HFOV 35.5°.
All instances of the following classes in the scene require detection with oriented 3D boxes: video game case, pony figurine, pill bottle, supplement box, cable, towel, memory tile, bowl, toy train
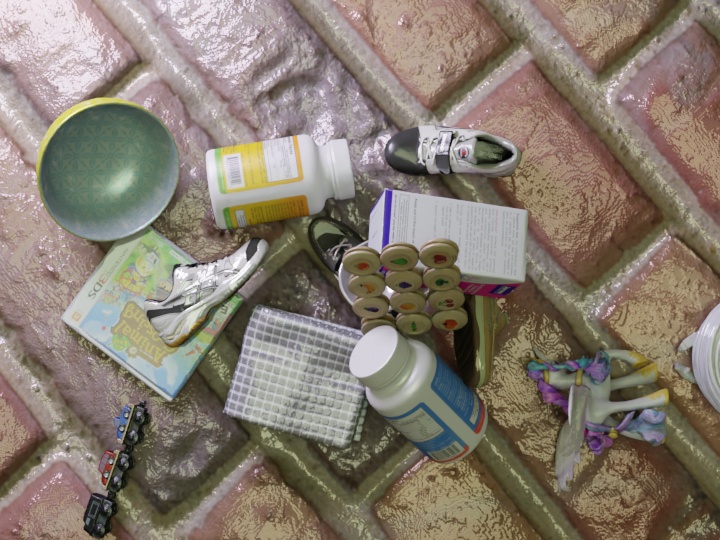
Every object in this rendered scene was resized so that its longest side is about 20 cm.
[{"bbox_3d":[-0.295,0.054,1.601,0.199,0.022,0.183,36,87,0],"label":"video game case"},{"bbox_3d":[0.325,0.193,1.567,0.196,0.168,0.196,2,55,1],"label":"pony figurine"},{"bbox_3d":[0.077,0.165,1.524,0.112,0.112,0.200,-46,121,-3],"label":"pill bottle"},{"bbox_3d":[0.115,-0.034,1.500,0.196,0.101,0.105,6,74,-9],"label":"supplement box"},{"bbox_3d":[0.576,0.126,1.603,0.200,0.069,0.200,43,87,0],"label":"cable"},{"bbox_3d":[-0.078,0.148,1.573,0.197,0.086,0.168,15,88,-1],"label":"towel"},{"bbox_3d":[-0.111,-0.128,1.570,0.196,0.111,0.113,-9,88,-2],"label":"pill bottle"},{"bbox_3d":[0.060,0.028,1.464,0.150,0.201,0.017,-5,54,8],"label":"memory tile"},{"bbox_3d":[-0.359,-0.154,1.552,0.197,0.108,0.203,-15,123,-23],"label":"bowl"},{"bbox_3d":[-0.346,0.277,1.585,0.045,0.034,0.203,19,88,11],"label":"toy train"}]

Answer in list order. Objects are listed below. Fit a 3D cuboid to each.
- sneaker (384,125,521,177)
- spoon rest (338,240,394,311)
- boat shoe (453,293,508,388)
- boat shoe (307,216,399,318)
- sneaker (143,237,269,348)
[{"bbox_3d":[0.132,-0.173,1.594,0.196,0.089,0.076,1,89,0],"label":"sneaker"},{"bbox_3d":[0.048,-0.022,1.562,0.099,0.061,0.200,42,64,2],"label":"spoon rest"},{"bbox_3d":[0.174,0.069,1.565,0.075,0.072,0.203,10,61,-21],"label":"boat shoe"},{"bbox_3d":[0.000,0.000,1.595,0.067,0.057,0.201,-41,89,-3],"label":"boat shoe"},{"bbox_3d":[-0.216,0.013,1.556,0.200,0.076,0.088,-43,89,-4],"label":"sneaker"}]
